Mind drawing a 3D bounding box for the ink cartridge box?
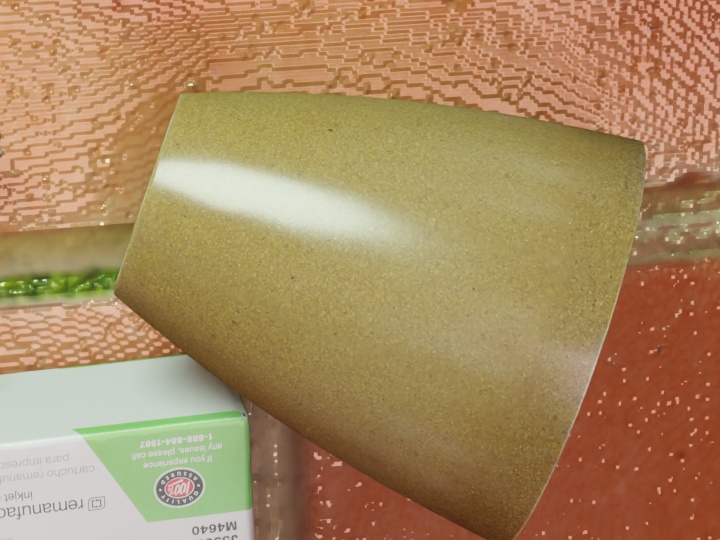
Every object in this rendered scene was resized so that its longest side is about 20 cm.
[{"bbox_3d":[-0.121,0.151,1.315,0.144,0.084,0.202,-6,111,-10],"label":"ink cartridge box"}]

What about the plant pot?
[{"bbox_3d":[0.000,0.000,1.248,0.199,0.187,0.188,19,106,-5],"label":"plant pot"}]

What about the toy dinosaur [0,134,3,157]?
[{"bbox_3d":[-0.241,0.003,1.261,0.199,0.058,0.102,-26,99,-10],"label":"toy dinosaur"}]
